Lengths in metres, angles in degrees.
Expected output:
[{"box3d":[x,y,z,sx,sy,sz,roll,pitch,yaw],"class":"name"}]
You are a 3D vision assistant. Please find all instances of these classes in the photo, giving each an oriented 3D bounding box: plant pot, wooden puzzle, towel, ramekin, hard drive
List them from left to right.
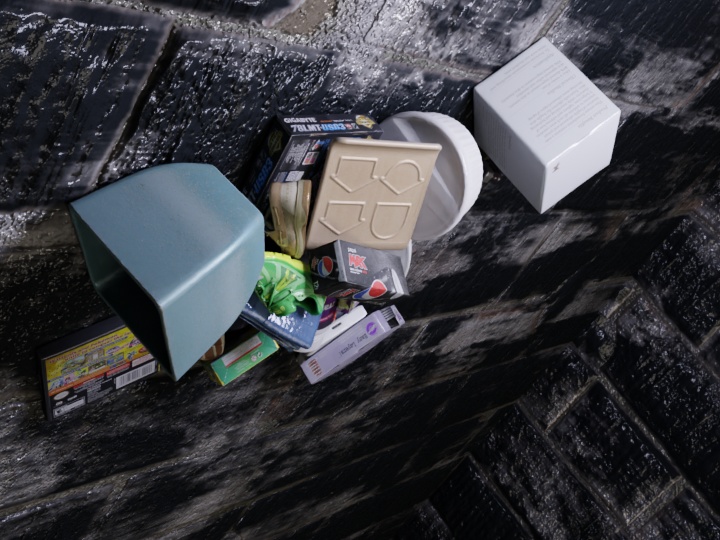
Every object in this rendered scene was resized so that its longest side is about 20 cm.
[{"box3d":[-0.232,-0.022,1.183,0.199,0.196,0.198,-37,157,-25],"class":"plant pot"},{"box3d":[-0.146,0.035,1.396,0.199,0.114,0.048,36,152,-30],"class":"towel"},{"box3d":[-0.061,0.134,1.808,0.130,0.027,0.200,-32,172,-17],"class":"hard drive"},{"box3d":[0.012,-0.117,1.359,0.181,0.047,0.203,-1,129,-28],"class":"wooden puzzle"},{"box3d":[0.105,-0.157,1.434,0.094,0.202,0.204,-26,155,-49],"class":"ramekin"}]

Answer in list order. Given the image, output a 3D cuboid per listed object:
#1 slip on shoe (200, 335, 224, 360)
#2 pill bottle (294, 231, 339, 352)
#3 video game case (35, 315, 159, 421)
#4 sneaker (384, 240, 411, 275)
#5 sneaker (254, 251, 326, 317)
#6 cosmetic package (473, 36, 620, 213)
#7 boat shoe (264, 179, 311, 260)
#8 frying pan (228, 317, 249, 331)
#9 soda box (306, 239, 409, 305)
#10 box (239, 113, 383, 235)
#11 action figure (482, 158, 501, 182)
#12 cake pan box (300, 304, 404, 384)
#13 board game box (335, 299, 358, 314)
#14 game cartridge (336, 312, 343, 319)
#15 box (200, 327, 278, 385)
[{"box3d":[-0.249,0.052,1.437,0.074,0.061,0.203,-7,130,-7],"class":"slip on shoe"},{"box3d":[-0.088,0.039,1.539,0.110,0.111,0.203,-21,140,-35],"class":"pill bottle"},{"box3d":[-0.402,0.140,1.402,0.197,0.026,0.182,-24,151,-30],"class":"video game case"},{"box3d":[0.067,-0.057,1.596,0.116,0.072,0.205,-37,140,-74],"class":"sneaker"},{"box3d":[-0.123,0.023,1.337,0.197,0.086,0.073,14,159,-38],"class":"sneaker"},{"box3d":[0.316,-0.250,1.563,0.166,0.201,0.167,-34,156,-8],"class":"cosmetic package"},{"box3d":[-0.109,-0.076,1.308,0.063,0.073,0.201,5,154,-6],"class":"boat shoe"},{"box3d":[-0.190,0.042,1.542,0.114,0.031,0.191,-17,150,-43],"class":"frying pan"},{"box3d":[0.000,0.006,1.405,0.062,0.072,0.199,-20,164,28],"class":"soda box"},{"box3d":[-0.082,-0.142,1.354,0.196,0.050,0.202,-14,145,-46],"class":"box"},{"box3d":[0.170,-0.182,1.636,0.130,0.070,0.198,-44,153,27],"class":"action figure"},{"box3d":[-0.009,0.147,1.825,0.198,0.053,0.184,-37,175,16],"class":"cake pan box"},{"box3d":[0.000,0.000,1.589,0.200,0.032,0.123,-42,144,-78],"class":"board game box"},{"box3d":[-0.092,0.067,1.715,0.198,0.041,0.134,0,130,-55],"class":"game cartridge"},{"box3d":[-0.216,0.147,1.576,0.116,0.049,0.200,-33,-176,-16],"class":"box"}]
